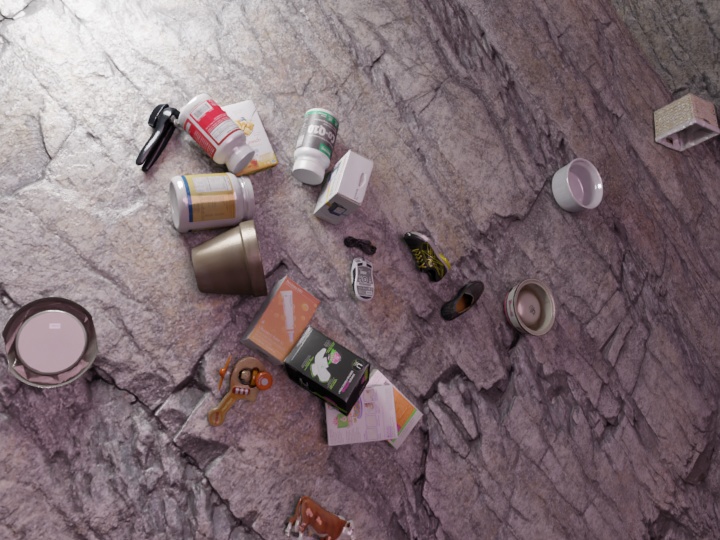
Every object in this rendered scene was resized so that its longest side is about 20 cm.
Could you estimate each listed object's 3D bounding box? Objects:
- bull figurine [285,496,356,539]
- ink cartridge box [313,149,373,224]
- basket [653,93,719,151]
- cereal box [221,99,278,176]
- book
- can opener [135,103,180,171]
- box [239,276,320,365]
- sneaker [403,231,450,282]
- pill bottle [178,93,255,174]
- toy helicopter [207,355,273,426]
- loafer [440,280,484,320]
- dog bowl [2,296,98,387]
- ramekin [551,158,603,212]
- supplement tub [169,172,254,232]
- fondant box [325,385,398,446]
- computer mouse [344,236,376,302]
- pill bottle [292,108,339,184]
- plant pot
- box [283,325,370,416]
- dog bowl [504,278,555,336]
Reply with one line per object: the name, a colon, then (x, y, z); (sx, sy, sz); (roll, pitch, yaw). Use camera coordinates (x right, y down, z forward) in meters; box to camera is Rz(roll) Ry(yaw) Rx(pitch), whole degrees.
bull figurine: (-0.103, 0.690, 1.437); (0.199, 0.065, 0.122); (40, 62, -14)
ink cartridge box: (-0.052, -0.239, 1.578); (0.086, 0.199, 0.148); (23, 70, -20)
basket: (1.489, -0.677, 2.464); (0.195, 0.199, 0.164); (10, 73, -25)
cereal box: (-0.340, -0.377, 1.548); (0.142, 0.039, 0.203); (-24, 92, -27)
book: (0.074, 0.413, 1.599); (0.200, 0.048, 0.134); (46, 67, -11)
can opener: (-0.540, -0.353, 1.440); (0.063, 0.077, 0.203); (43, 60, -57)
box: (-0.219, 0.139, 1.474); (0.124, 0.097, 0.202); (36, 66, -16)
sneaker: (0.211, -0.043, 1.745); (0.199, 0.074, 0.085); (41, 65, -14)
pill bottle: (-0.382, -0.363, 1.447); (0.200, 0.112, 0.112); (46, 63, -3)
toy helicopter: (-0.331, 0.310, 1.398); (0.132, 0.079, 0.201); (43, 76, -20)
loafer: (0.357, 0.098, 1.792); (0.199, 0.072, 0.073); (-40, 97, -28)
dog bowl: (-0.709, 0.166, 1.238); (0.197, 0.058, 0.204); (6, 77, -27)
ramekin: (0.850, -0.329, 2.120); (0.197, 0.097, 0.205); (5, 78, -26)
supplement tub: (-0.393, -0.182, 1.423); (0.197, 0.144, 0.148); (-9, 84, -29)
fondant box: (0.000, 0.406, 1.516); (0.196, 0.058, 0.147); (-4, 81, -6)
computer mouse: (0.000, 0.000, 1.648); (0.108, 0.044, 0.204); (10, 69, -30)
pill bottle: (-0.136, -0.370, 1.612); (0.111, 0.113, 0.204); (19, 72, -22)
plant pot: (-0.344, -0.019, 1.405); (0.170, 0.200, 0.204); (-10, 84, -12)
box: (-0.086, 0.271, 1.444); (0.198, 0.149, 0.125); (30, 65, 16)
dog bowl: (0.595, 0.133, 1.908); (0.197, 0.074, 0.204); (6, 76, -27)
